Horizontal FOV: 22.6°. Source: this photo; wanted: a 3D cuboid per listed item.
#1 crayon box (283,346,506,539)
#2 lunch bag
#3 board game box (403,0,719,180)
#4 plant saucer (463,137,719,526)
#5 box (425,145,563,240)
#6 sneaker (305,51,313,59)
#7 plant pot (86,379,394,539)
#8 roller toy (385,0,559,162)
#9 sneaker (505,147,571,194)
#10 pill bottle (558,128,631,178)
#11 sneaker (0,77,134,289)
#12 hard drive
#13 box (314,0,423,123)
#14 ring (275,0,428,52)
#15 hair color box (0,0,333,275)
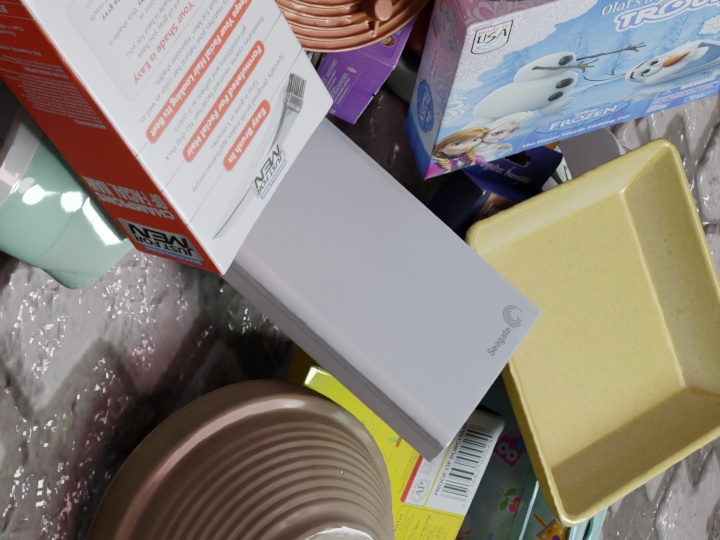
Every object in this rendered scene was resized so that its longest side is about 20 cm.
[{"bbox_3d":[-0.004,0.124,1.133,0.199,0.051,0.128,21,94,-49],"label":"crayon box"},{"bbox_3d":[0.101,0.138,1.253,0.077,0.159,0.202,42,63,-58],"label":"lunch bag"},{"bbox_3d":[0.132,-0.132,1.023,0.199,0.198,0.044,100,-29,-69],"label":"board game box"},{"bbox_3d":[0.154,0.038,1.179,0.199,0.048,0.202,-24,99,-36],"label":"plant saucer"},{"bbox_3d":[0.058,0.001,1.178,0.201,0.032,0.121,-54,152,13],"label":"box"},{"bbox_3d":[-0.047,-0.144,1.015,0.077,0.078,0.202,47,57,-59],"label":"sneaker"},{"bbox_3d":[-0.049,0.171,1.010,0.200,0.092,0.203,-15,117,-32],"label":"plant pot"},{"bbox_3d":[0.097,-0.189,1.180,0.182,0.139,0.202,37,67,-56],"label":"roller toy"},{"bbox_3d":[0.121,-0.035,1.258,0.201,0.066,0.090,62,16,-3],"label":"sneaker"},{"bbox_3d":[0.188,-0.030,1.402,0.200,0.115,0.117,45,60,-55],"label":"pill bottle"},{"bbox_3d":[-0.127,-0.090,0.891,0.118,0.073,0.202,47,65,-50],"label":"sneaker"},{"bbox_3d":[0.000,0.000,1.044,0.132,0.200,0.027,-49,-179,-42],"label":"hard drive"},{"bbox_3d":[0.029,-0.194,1.029,0.137,0.039,0.201,139,-26,-77],"label":"box"},{"bbox_3d":[-0.014,-0.210,0.896,0.199,0.019,0.202,-6,99,-38],"label":"ring"},{"bbox_3d":[-0.098,-0.103,0.809,0.111,0.064,0.200,-59,141,-23],"label":"hair color box"}]
